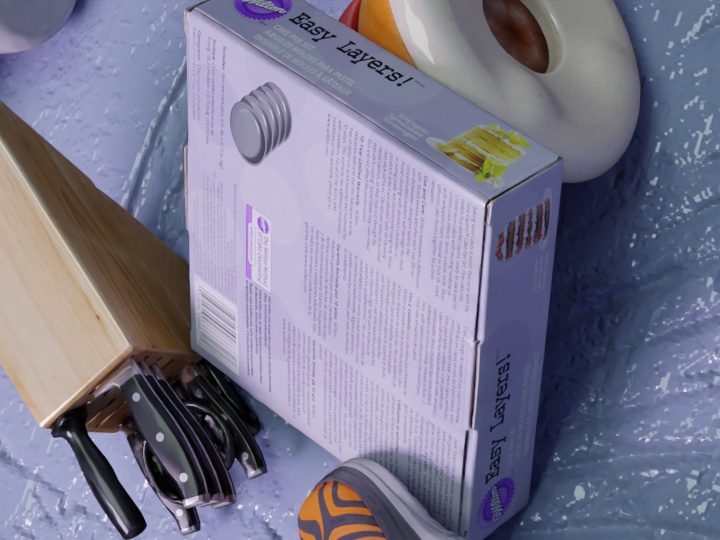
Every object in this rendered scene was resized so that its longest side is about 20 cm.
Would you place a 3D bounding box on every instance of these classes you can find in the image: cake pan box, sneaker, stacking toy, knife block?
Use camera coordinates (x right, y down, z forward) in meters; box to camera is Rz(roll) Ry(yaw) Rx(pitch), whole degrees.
[{"bbox_3d":[0.000,0.000,1.097,0.184,0.052,0.201,35,138,36],"label":"cake pan box"},{"bbox_3d":[-0.012,0.145,1.055,0.112,0.078,0.200,-31,16,-13],"label":"sneaker"},{"bbox_3d":[0.014,-0.068,1.154,0.200,0.145,0.147,-34,56,38],"label":"stacking toy"},{"bbox_3d":[-0.131,0.031,1.180,0.064,0.200,0.176,-40,26,16],"label":"knife block"}]

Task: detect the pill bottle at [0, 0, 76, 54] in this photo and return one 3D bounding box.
[{"bbox_3d":[-0.256,-0.165,1.370,0.199,0.112,0.113,-3,72,33],"label":"pill bottle"}]
